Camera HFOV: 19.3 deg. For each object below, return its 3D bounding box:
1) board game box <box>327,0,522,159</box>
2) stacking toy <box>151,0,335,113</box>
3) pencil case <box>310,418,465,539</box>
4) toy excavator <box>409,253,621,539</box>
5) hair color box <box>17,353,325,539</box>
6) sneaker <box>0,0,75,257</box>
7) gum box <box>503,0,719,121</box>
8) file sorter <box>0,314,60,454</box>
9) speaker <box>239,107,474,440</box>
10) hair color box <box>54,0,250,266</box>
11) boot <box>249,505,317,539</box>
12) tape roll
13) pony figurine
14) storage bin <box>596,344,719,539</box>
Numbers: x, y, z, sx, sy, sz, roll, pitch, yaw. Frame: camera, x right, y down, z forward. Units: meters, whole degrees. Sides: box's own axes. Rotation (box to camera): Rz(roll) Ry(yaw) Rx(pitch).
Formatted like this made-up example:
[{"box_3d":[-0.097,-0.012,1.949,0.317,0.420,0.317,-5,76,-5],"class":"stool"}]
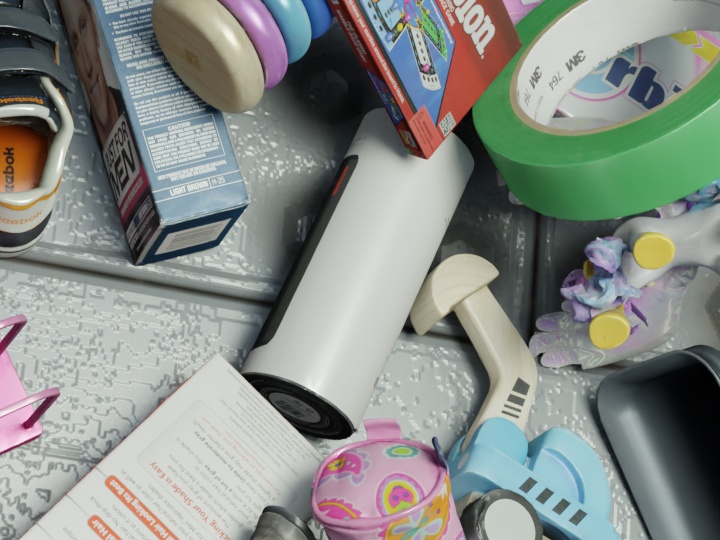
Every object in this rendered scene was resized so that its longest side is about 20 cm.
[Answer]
[{"box_3d":[0.028,-0.169,1.236,0.103,0.019,0.200,-51,136,-21],"class":"board game box"},{"box_3d":[-0.026,-0.182,1.244,0.200,0.085,0.085,-42,91,-22],"class":"stacking toy"},{"box_3d":[0.030,0.184,1.220,0.087,0.087,0.201,-34,127,-25],"class":"pencil case"},{"box_3d":[0.092,0.113,1.323,0.194,0.100,0.201,34,53,-9],"class":"toy excavator"},{"box_3d":[-0.116,0.155,1.222,0.111,0.064,0.200,44,55,4],"class":"hair color box"},{"box_3d":[-0.213,-0.115,1.279,0.078,0.079,0.201,-5,75,-20],"class":"sneaker"},{"box_3d":[0.150,-0.137,1.419,0.199,0.066,0.114,33,68,-9],"class":"gum box"},{"box_3d":[-0.272,0.019,1.192,0.138,0.125,0.201,-24,83,-24],"class":"file sorter"},{"box_3d":[0.000,0.000,1.319,0.081,0.081,0.201,29,68,-9],"class":"speaker"},{"box_3d":[-0.132,-0.114,1.294,0.060,0.100,0.201,-14,80,-19],"class":"hair color box"},{"box_3d":[-0.054,0.243,1.180,0.131,0.069,0.201,-35,131,-46],"class":"boot"},{"box_3d":[0.166,-0.116,1.279,0.201,0.200,0.048,-52,128,-24],"class":"tape roll"},{"box_3d":[0.181,-0.013,1.307,0.192,0.200,0.168,-10,104,13],"class":"pony figurine"},{"box_3d":[0.269,0.125,1.351,0.134,0.145,0.201,-24,88,-33],"class":"storage bin"}]
